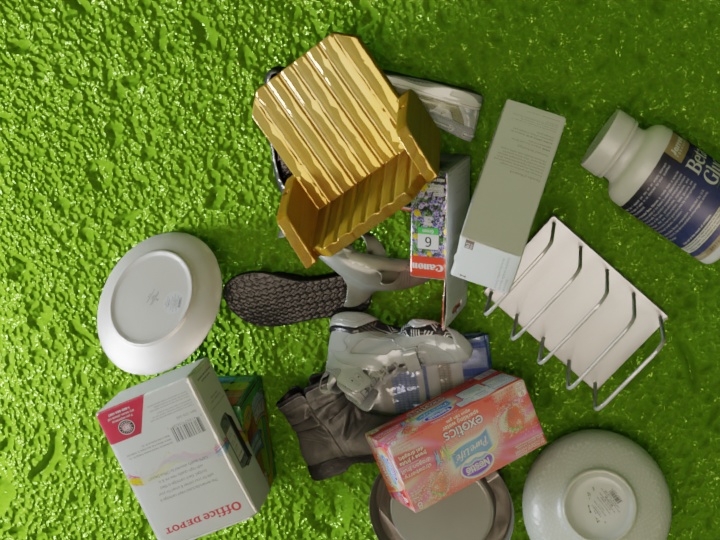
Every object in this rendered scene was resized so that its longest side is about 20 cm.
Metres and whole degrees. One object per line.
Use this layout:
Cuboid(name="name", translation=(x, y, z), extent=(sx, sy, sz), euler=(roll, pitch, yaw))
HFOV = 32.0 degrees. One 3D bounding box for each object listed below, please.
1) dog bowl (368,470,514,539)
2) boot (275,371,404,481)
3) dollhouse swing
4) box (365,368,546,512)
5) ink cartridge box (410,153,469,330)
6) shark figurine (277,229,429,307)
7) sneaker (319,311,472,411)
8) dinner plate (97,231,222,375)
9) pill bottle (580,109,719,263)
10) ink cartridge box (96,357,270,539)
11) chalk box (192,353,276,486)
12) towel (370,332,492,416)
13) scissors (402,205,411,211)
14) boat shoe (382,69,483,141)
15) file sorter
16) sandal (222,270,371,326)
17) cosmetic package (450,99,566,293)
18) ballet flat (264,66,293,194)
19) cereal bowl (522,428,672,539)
Cuboid(name="dog bowl", translation=(0.113, 0.320, 1.719), extent=(0.198, 0.059, 0.202), euler=(3, 105, 9))
Cuboid(name="boot", translation=(-0.007, 0.191, 1.676), extent=(0.198, 0.070, 0.133), euler=(-22, 98, 9))
Cuboid(name="dollhouse swing", translation=(-0.034, -0.154, 1.491), extent=(0.199, 0.182, 0.176), euler=(-33, 112, 21))
Cuboid(name="box", translation=(0.122, 0.215, 1.604), extent=(0.199, 0.103, 0.095), euler=(-25, 100, -16))
Cuboid(name="ink cartridge box", translation=(0.100, -0.038, 1.582), extent=(0.050, 0.109, 0.202), euler=(6, 107, 19))
Cuboid(name="shark figurine", translation=(-0.020, -0.002, 1.621), extent=(0.213, 0.128, 0.090), euler=(24, 118, 4))
Cuboid(name="sneaker", translation=(0.042, 0.124, 1.621), extent=(0.198, 0.075, 0.116), euler=(8, 64, 20))
Cuboid(name="dinner plate", translation=(-0.273, 0.039, 1.664), extent=(0.198, 0.024, 0.202), euler=(-10, 66, 23))
Cuboid(name="pill bottle", translation=(0.372, -0.106, 1.523), extent=(0.199, 0.111, 0.111), euler=(34, 109, -1))
Cuboid(name="ink cartridge box", translation=(-0.225, 0.234, 1.612), extent=(0.146, 0.086, 0.201), euler=(-21, 101, 15))
Cuboid(name="chalk box", translation=(-0.197, 0.217, 1.711), extent=(0.123, 0.125, 0.202), euler=(-4, 106, 12))
Cuboid(name="towel", translation=(0.083, 0.159, 1.697), extent=(0.198, 0.024, 0.148), euler=(-5, 105, 11))
Cuboid(name="scissors", translation=(-0.004, -0.136, 1.634), extent=(0.198, 0.014, 0.074), euler=(18, 109, 3))
Cuboid(name="boat shoe", translation=(0.051, -0.212, 1.572), extent=(0.200, 0.074, 0.065), euler=(11, 102, 0))
Cuboid(name="file sorter", translation=(0.270, 0.058, 1.582), extent=(0.200, 0.125, 0.139), euler=(40, 109, -3))
Cuboid(name="sandal", translation=(-0.085, 0.034, 1.685), extent=(0.198, 0.048, 0.076), euler=(0, 105, -3))
Cuboid(name="cosmetic package", translation=(0.177, -0.089, 1.511), extent=(0.080, 0.113, 0.202), euler=(17, 68, 5))
Cuboid(name="ballet flat", translation=(-0.092, -0.161, 1.606), extent=(0.066, 0.057, 0.202), euler=(-13, 93, 15))
Cuboid(name="cereal bowl", translation=(0.307, 0.306, 1.629), extent=(0.198, 0.083, 0.202), euler=(-1, 80, 8))
